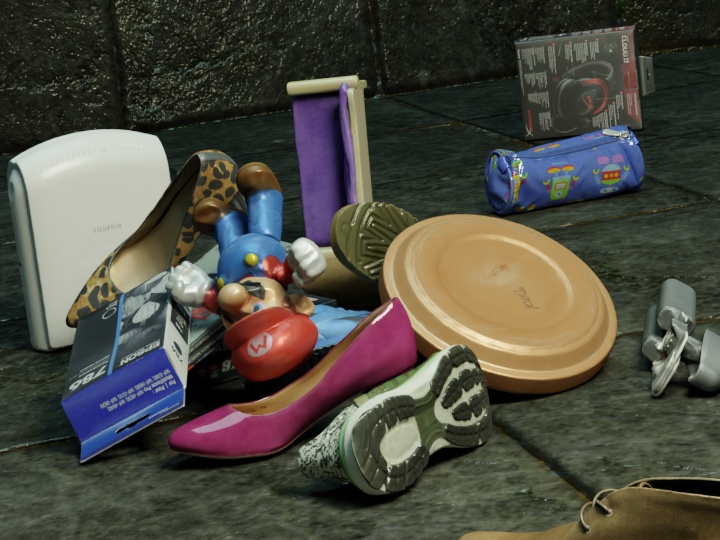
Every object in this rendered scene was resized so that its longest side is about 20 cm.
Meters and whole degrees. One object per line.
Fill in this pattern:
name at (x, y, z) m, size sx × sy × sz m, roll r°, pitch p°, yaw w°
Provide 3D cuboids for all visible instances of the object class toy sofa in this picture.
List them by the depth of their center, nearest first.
toy sofa at (-0.032, -0.112, 2.080) m, size 0.082 × 0.202 × 0.098 m, roll -4°, pitch 7°, yaw 11°

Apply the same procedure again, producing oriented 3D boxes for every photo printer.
photo printer at (-0.259, -0.036, 1.849) m, size 0.165 × 0.202 × 0.069 m, roll -12°, pitch 12°, yaw -28°

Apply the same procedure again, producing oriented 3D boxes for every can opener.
can opener at (0.260, 0.059, 1.498) m, size 0.066 × 0.054 × 0.200 m, roll 27°, pitch 16°, yaw 4°

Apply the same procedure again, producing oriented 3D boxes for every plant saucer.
plant saucer at (0.113, 0.019, 1.519) m, size 0.198 × 0.033 × 0.201 m, roll 11°, pitch 39°, yaw -9°

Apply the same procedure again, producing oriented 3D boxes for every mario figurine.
mario figurine at (-0.092, -0.001, 1.485) m, size 0.105 × 0.124 × 0.201 m, roll 1°, pitch 44°, yaw -18°

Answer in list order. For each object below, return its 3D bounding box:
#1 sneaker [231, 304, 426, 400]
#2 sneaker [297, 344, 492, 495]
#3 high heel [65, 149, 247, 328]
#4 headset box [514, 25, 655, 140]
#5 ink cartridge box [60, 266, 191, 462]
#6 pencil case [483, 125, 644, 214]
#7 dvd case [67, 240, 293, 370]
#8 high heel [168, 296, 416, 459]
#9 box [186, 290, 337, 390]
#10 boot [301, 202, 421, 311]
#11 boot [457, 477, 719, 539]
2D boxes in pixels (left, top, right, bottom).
sneaker at (-0.008, 0.052, 1.552) m, size 0.198 × 0.066 × 0.079 m, roll -10°, pitch 43°, yaw -6°
sneaker at (0.023, 0.104, 1.342) m, size 0.088 × 0.078 × 0.199 m, roll -9°, pitch 6°, yaw 35°
high heel at (-0.190, -0.030, 1.654) m, size 0.199 × 0.072 × 0.143 m, roll -34°, pitch -25°, yaw -8°
headset box at (0.337, -0.280, 2.794) m, size 0.198 × 0.150 × 0.075 m, roll -6°, pitch 12°, yaw 12°
ink cartridge box at (-0.186, 0.071, 1.510) m, size 0.099 × 0.039 × 0.200 m, roll -29°, pitch 23°, yaw 8°
pencil case at (0.247, -0.122, 2.252) m, size 0.198 × 0.087 × 0.078 m, roll -12°, pitch 45°, yaw -18°
dvd case at (-0.146, 0.039, 1.599) m, size 0.200 × 0.022 × 0.146 m, roll -39°, pitch 23°, yaw -18°
high heel at (-0.053, 0.081, 1.417) m, size 0.198 × 0.097 × 0.067 m, roll -11°, pitch 12°, yaw -20°
box at (-0.136, 0.055, 1.719) m, size 0.158 × 0.046 × 0.199 m, roll -15°, pitch 14°, yaw -31°
boot at (0.000, 0.000, 1.663) m, size 0.174 × 0.067 × 0.199 m, roll 22°, pitch -17°, yaw -30°
boot at (0.137, 0.148, 1.040) m, size 0.198 × 0.076 × 0.074 m, roll -2°, pitch 14°, yaw 28°
